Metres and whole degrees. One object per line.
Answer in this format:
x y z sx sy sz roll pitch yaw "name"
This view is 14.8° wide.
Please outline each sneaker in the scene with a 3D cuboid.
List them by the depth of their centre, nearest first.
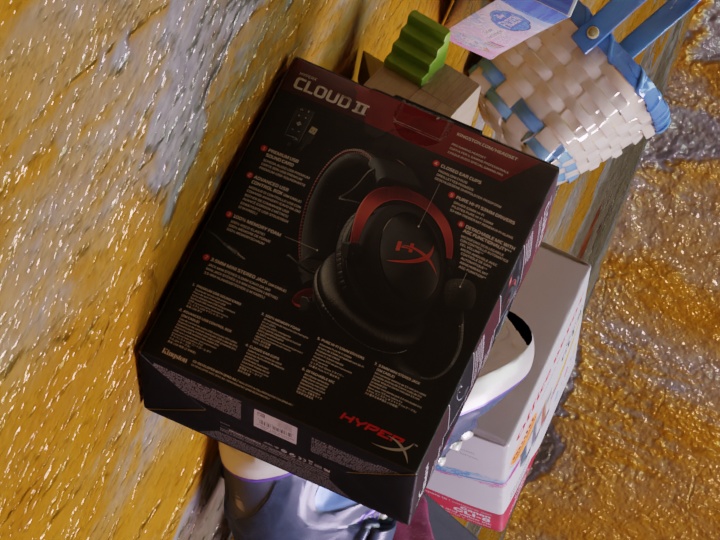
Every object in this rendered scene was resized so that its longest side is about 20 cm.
0.014 0.113 1.624 0.199 0.081 0.147 -22 134 -12 "sneaker"

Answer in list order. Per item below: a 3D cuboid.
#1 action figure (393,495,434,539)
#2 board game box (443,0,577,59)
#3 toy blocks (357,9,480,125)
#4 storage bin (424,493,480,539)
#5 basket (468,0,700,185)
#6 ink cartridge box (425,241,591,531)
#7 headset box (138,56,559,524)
-0.005 0.110 1.745 0.149 0.133 0.201 -24 -118 54 "action figure"
0.123 -0.238 1.686 0.199 0.043 0.201 160 -46 -80 "board game box"
-0.002 -0.026 1.526 0.137 0.100 0.201 -47 160 -35 "toy blocks"
0.004 0.245 1.822 0.134 0.145 0.200 -26 -152 51 "storage bin"
0.175 -0.161 1.967 0.200 0.139 0.176 -37 169 0 "basket"
0.062 0.063 1.885 0.200 0.144 0.146 85 29 -69 "ink cartridge box"
0.000 0.000 1.362 0.075 0.148 0.201 95 19 -65 "headset box"
